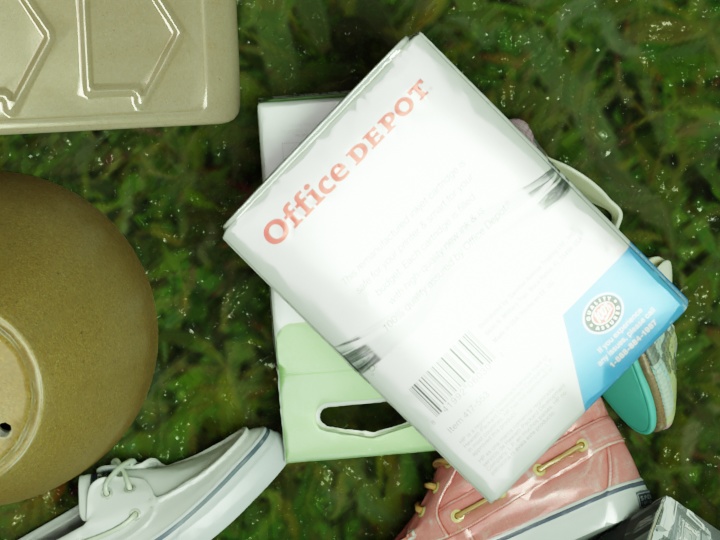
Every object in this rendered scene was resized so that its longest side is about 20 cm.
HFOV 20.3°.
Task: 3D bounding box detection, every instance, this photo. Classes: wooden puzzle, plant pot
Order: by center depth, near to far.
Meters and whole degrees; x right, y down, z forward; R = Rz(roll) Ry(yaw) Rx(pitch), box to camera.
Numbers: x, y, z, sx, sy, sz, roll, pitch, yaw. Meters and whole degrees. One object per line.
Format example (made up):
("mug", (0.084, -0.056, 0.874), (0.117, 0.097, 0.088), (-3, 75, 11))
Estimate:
("plant pot", (-0.200, 0.047, 1.047), (0.186, 0.200, 0.187), (0, 96, -5))
("wooden puzzle", (-0.163, -0.168, 1.086), (0.199, 0.046, 0.186), (-5, 97, -25))

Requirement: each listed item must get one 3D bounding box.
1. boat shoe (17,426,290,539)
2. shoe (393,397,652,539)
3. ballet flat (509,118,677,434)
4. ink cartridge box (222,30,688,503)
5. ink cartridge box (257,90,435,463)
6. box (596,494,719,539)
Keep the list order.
("boat shoe", (-0.134, 0.140, 1.124), (0.200, 0.074, 0.067), (-37, 98, 1))
("shoe", (0.059, 0.132, 1.144), (0.199, 0.071, 0.091), (-24, 75, 11))
("ballet flat", (0.131, -0.003, 1.136), (0.071, 0.069, 0.200), (-41, 98, -24))
("ink cartridge box", (0.047, -0.004, 1.052), (0.200, 0.086, 0.146), (45, 92, -4))
("ink cartridge box", (0.000, 0.000, 1.124), (0.103, 0.059, 0.201), (-4, 97, -3))
("box", (0.199, 0.223, 1.118), (0.200, 0.158, 0.050), (34, 51, -6))
